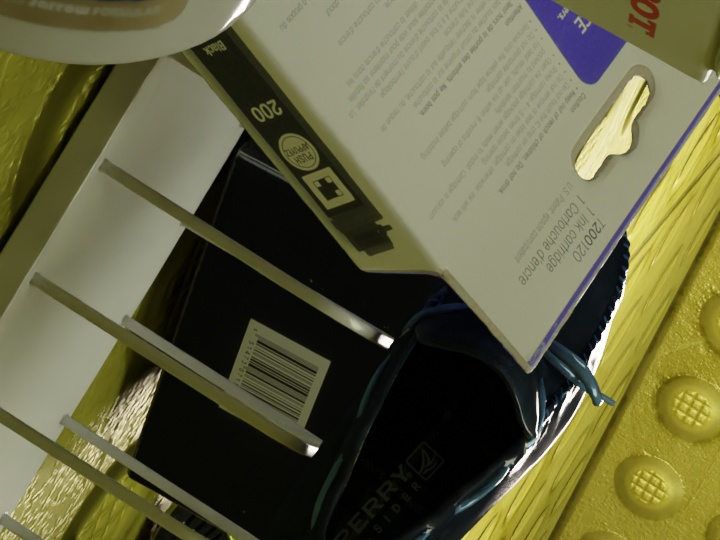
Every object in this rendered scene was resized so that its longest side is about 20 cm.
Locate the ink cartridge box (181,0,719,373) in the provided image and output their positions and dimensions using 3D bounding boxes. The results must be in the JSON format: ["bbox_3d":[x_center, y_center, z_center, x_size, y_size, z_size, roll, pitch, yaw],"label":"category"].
[{"bbox_3d":[0.034,-0.100,0.802,0.043,0.200,0.198,-16,-150,52],"label":"ink cartridge box"}]

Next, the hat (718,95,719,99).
[{"bbox_3d":[0.185,-0.195,1.203,0.166,0.175,0.200,-54,168,-23],"label":"hat"}]

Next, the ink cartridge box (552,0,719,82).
[{"bbox_3d":[0.033,-0.151,0.611,0.085,0.199,0.145,-56,168,-14],"label":"ink cartridge box"}]

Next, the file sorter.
[{"bbox_3d":[-0.063,0.035,0.864,0.201,0.124,0.139,-59,169,-2],"label":"file sorter"}]

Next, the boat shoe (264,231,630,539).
[{"bbox_3d":[0.043,0.047,0.819,0.200,0.084,0.069,-58,-178,-28],"label":"boat shoe"}]

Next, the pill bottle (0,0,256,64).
[{"bbox_3d":[-0.048,-0.152,0.490,0.111,0.111,0.201,-47,164,-46],"label":"pill bottle"}]

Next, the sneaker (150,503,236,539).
[{"bbox_3d":[-0.090,0.168,1.272,0.077,0.075,0.201,-92,-157,-60],"label":"sneaker"}]

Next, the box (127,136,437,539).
[{"bbox_3d":[0.000,0.000,1.067,0.182,0.104,0.201,-54,169,-50],"label":"box"}]
